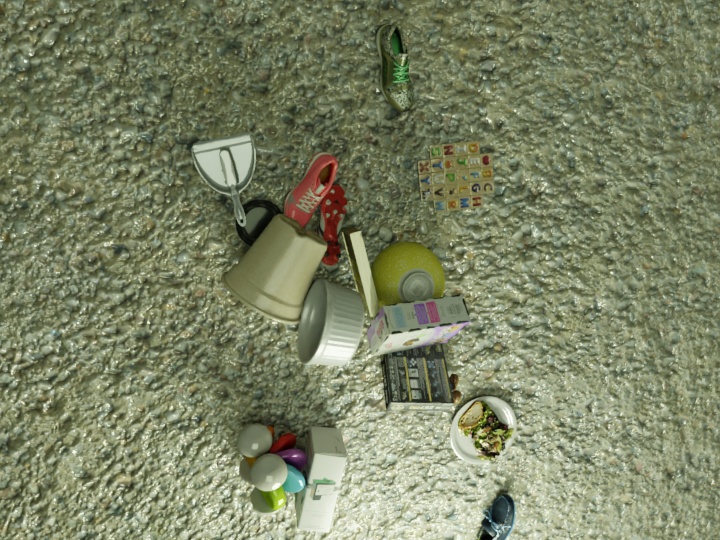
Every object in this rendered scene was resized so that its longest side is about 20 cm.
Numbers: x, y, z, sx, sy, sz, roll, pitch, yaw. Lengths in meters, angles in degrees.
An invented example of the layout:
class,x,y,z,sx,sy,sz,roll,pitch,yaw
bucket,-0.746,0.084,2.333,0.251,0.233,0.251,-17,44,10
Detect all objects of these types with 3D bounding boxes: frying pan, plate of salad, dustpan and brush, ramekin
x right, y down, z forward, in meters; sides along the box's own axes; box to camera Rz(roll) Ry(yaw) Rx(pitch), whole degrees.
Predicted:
class,x,y,z,sx,sy,sz,roll,pitch,yaw
frying pan,-0.198,-0.101,1.193,0.189,0.031,0.116,12,97,-17
plate of salad,0.343,0.444,1.395,0.199,0.048,0.202,-2,100,-12
dustpan and brush,-0.289,-0.199,1.141,0.139,0.057,0.201,-15,102,-9
ramekin,-0.069,0.124,1.179,0.097,0.200,0.202,13,97,-21

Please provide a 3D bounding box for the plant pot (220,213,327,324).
class,x,y,z,sx,sy,sz,roll,pitch,yaw
plant pot,-0.172,-0.015,1.118,0.200,0.201,0.184,30,98,-15

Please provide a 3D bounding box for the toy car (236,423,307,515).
class,x,y,z,sx,sy,sz,roll,pitch,yaw
toy car,-0.204,0.461,1.213,0.149,0.200,0.176,-15,133,-27

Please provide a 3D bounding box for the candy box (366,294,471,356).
class,x,y,z,sx,sy,sz,roll,pitch,yaw
candy box,0.130,0.129,1.189,0.199,0.168,0.072,-7,67,-17

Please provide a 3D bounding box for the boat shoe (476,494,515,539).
class,x,y,z,sx,sy,sz,roll,pitch,yaw
boat shoe,0.377,0.729,1.432,0.068,0.084,0.201,14,94,-25

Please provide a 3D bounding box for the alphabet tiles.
class,x,y,z,sx,sy,sz,roll,pitch,yaw
alphabet tiles,0.241,-0.235,1.275,0.199,0.006,0.168,-8,101,-11

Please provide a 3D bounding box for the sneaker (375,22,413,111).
class,x,y,z,sx,sy,sz,roll,pitch,yaw
sneaker,0.083,-0.465,1.159,0.076,0.089,0.201,-17,103,-9

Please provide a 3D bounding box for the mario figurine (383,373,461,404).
class,x,y,z,sx,sy,sz,roll,pitch,yaw
mario figurine,0.157,0.287,1.289,0.198,0.123,0.107,6,96,-7

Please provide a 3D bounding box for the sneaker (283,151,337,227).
class,x,y,z,sx,sy,sz,roll,pitch,yaw
sneaker,-0.114,-0.181,1.160,0.073,0.087,0.201,27,91,-26

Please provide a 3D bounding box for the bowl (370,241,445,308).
class,x,y,z,sx,sy,sz,roll,pitch,yaw
bowl,0.126,0.035,1.246,0.199,0.108,0.202,-2,101,-11

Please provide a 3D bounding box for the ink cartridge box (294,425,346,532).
class,x,y,z,sx,sy,sz,roll,pitch,yaw
ink cartridge box,-0.102,0.510,1.262,0.084,0.146,0.201,11,97,-12

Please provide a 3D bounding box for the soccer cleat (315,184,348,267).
class,x,y,z,sx,sy,sz,roll,pitch,yaw
soccer cleat,-0.076,-0.104,1.202,0.068,0.085,0.201,11,75,-29

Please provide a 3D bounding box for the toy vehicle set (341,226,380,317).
class,x,y,z,sx,sy,sz,roll,pitch,yaw
toy vehicle set,0.000,0.000,1.205,0.026,0.124,0.201,-16,103,-9

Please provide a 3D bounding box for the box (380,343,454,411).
class,x,y,z,sx,sy,sz,roll,pitch,yaw
box,0.133,0.241,1.249,0.160,0.201,0.049,3,141,-12
